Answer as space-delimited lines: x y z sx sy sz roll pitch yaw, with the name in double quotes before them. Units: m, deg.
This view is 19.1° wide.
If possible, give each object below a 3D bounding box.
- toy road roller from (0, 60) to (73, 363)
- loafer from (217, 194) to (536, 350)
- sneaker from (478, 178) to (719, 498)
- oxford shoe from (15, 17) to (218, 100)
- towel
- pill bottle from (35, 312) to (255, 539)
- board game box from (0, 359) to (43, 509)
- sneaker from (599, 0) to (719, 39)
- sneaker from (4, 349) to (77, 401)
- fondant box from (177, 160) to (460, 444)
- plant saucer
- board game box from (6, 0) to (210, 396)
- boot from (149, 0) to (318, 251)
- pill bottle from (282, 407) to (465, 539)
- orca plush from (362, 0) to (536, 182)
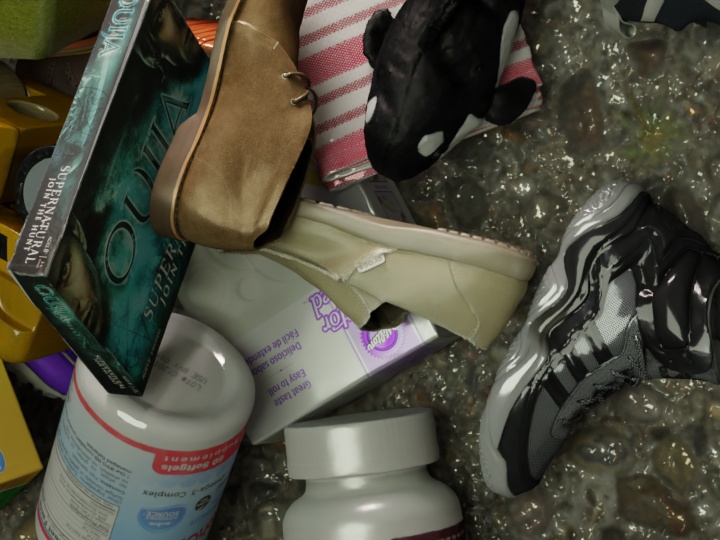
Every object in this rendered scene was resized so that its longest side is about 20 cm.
"toy road roller" -0.213 -0.034 1.302 0.200 0.123 0.146 27 108 20
"loafer" 0.000 0.000 1.235 0.200 0.076 0.068 11 89 21
"sneaker" 0.149 0.056 1.230 0.114 0.075 0.200 27 99 23
"oxford shoe" -0.139 -0.121 1.354 0.200 0.071 0.073 5 102 40
"towel" 0.009 -0.162 1.286 0.146 0.030 0.200 -22 79 -2
"pill bottle" -0.139 0.130 1.315 0.109 0.109 0.200 36 131 19
"board game box" -0.273 0.057 1.386 0.200 0.040 0.153 68 156 8
"sneaker" 0.204 -0.204 1.206 0.199 0.130 0.079 -40 49 -18
"sneaker" -0.209 -0.015 1.390 0.099 0.070 0.200 -33 79 18
"fondant box" -0.044 -0.014 1.324 0.144 0.058 0.200 -31 80 21
"plant saucer" -0.225 -0.175 1.335 0.199 0.200 0.048 4 112 24
"board game box" -0.129 -0.048 1.210 0.028 0.135 0.200 4 61 23
"boot" -0.050 -0.103 1.219 0.075 0.074 0.200 14 77 21
"pill bottle" 0.012 0.187 1.275 0.109 0.110 0.200 -7 89 24
"orca plush" 0.068 -0.144 1.228 0.200 0.071 0.105 -43 80 -6
